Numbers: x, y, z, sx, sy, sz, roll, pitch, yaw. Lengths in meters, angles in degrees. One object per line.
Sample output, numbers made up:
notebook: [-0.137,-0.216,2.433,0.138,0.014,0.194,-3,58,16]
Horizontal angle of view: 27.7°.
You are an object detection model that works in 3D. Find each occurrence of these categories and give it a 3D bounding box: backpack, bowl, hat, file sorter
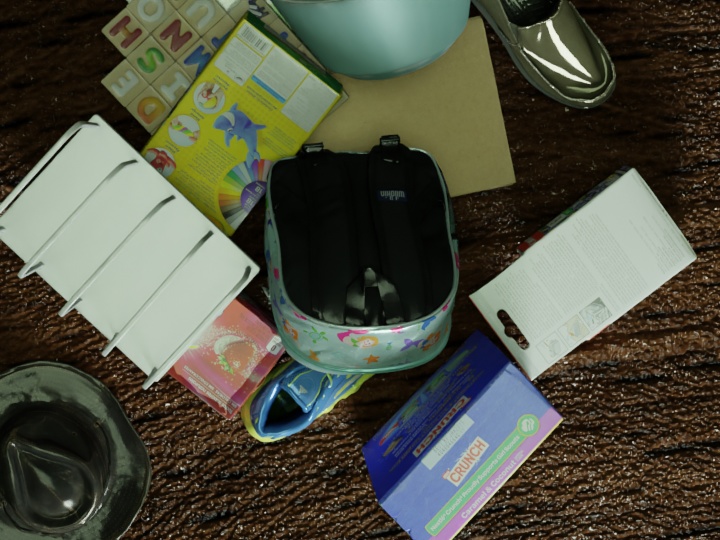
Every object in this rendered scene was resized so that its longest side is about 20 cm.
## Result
backpack: [0.000,0.000,1.306,0.176,0.201,0.151,-4,138,-8]
bowl: [0.019,-0.245,1.311,0.199,0.201,0.106,-19,124,-1]
hat: [-0.299,0.190,1.377,0.199,0.081,0.202,0,96,-2]
file sorter: [-0.205,-0.014,1.241,0.200,0.125,0.139,43,92,-6]

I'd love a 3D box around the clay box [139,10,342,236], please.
clay box: [-0.121,-0.124,1.346,0.115,0.048,0.200,37,107,-13]

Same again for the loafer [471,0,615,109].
loafer: [0.167,-0.226,1.361,0.200,0.070,0.075,42,92,-16]

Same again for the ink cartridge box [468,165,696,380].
ink cartridge box: [0.210,0.002,1.405,0.200,0.050,0.109,-37,97,2]

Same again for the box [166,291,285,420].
box: [-0.168,0.036,1.359,0.200,0.100,0.096,39,92,-6]

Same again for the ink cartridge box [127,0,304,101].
ink cartridge box: [-0.152,-0.279,1.356,0.145,0.048,0.201,-22,111,-1]

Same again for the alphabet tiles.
alphabet tiles: [-0.137,-0.181,1.354,0.167,0.008,0.200,-39,106,14]

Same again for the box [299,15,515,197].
box: [0.036,-0.141,1.392,0.198,0.021,0.165,-13,96,-2]

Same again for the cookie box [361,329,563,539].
cookie box: [0.087,0.152,1.337,0.075,0.200,0.171,43,92,-7]

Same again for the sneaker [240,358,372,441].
sneaker: [-0.027,0.096,1.372,0.200,0.105,0.076,-44,97,2]
